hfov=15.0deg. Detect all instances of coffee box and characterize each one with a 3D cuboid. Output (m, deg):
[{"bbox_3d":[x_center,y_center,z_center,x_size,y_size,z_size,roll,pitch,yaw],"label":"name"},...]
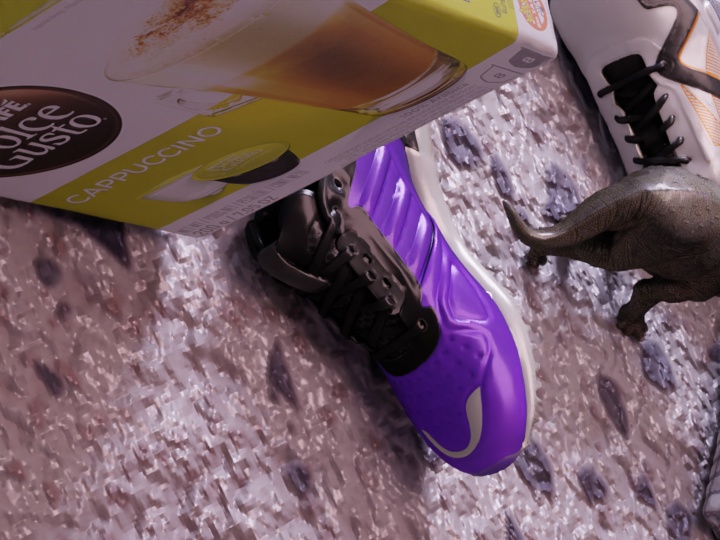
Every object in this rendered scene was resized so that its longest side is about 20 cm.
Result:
[{"bbox_3d":[-0.078,-0.151,1.022,0.197,0.199,0.201,12,60,-46],"label":"coffee box"}]

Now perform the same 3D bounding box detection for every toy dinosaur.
[{"bbox_3d":[0.144,-0.020,1.317,0.200,0.102,0.077,32,46,-38],"label":"toy dinosaur"}]

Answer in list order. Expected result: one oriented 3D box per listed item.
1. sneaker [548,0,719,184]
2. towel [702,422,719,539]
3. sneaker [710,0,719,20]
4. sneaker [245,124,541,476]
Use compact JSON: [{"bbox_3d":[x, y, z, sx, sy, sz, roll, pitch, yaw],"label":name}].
[{"bbox_3d":[0.160,-0.079,1.399,0.200,0.074,0.080,51,39,-16],"label":"sneaker"},{"bbox_3d":[0.268,0.113,1.405,0.200,0.085,0.166,43,41,-26],"label":"towel"},{"bbox_3d":[0.221,-0.127,1.459,0.075,0.114,0.201,-32,97,-37],"label":"sneaker"},{"bbox_3d":[0.000,0.000,1.160,0.099,0.069,0.201,-12,74,-47],"label":"sneaker"}]
